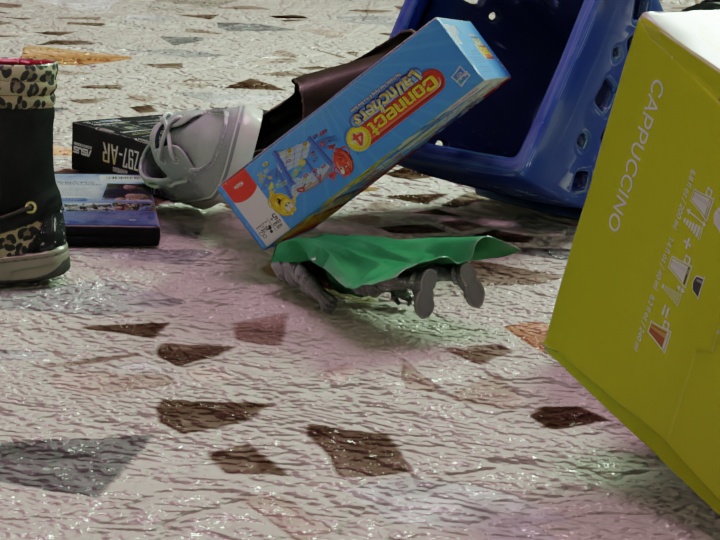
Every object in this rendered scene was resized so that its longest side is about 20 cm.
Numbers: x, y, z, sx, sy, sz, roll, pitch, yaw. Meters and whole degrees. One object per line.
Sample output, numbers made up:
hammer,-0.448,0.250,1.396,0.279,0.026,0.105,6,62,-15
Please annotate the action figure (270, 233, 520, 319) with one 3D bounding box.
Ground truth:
action figure,0.000,0.000,1.502,0.118,0.055,0.200,-8,9,-33

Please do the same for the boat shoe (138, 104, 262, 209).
boat shoe,-0.128,-0.088,1.730,0.071,0.070,0.201,17,-12,-15

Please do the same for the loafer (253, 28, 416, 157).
loafer,-0.019,-0.125,1.771,0.071,0.200,0.073,33,30,-45

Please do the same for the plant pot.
plant pot,0.146,-0.146,1.815,0.200,0.200,0.180,15,-9,45

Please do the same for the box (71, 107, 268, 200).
box,-0.124,-0.104,1.952,0.200,0.044,0.160,-9,17,-40

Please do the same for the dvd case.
dvd case,-0.231,-0.049,1.751,0.143,0.018,0.200,0,14,-8

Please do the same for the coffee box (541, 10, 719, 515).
coffee box,0.241,-0.002,1.126,0.198,0.200,0.200,-6,33,-32

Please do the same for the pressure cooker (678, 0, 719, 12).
pressure cooker,0.362,-0.146,1.949,0.200,0.179,0.176,-4,34,-26

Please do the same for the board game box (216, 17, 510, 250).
board game box,0.007,-0.102,1.639,0.196,0.056,0.200,-37,-1,11

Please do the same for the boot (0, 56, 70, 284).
boot,-0.294,-0.067,1.514,0.203,0.154,0.073,-2,13,-19
